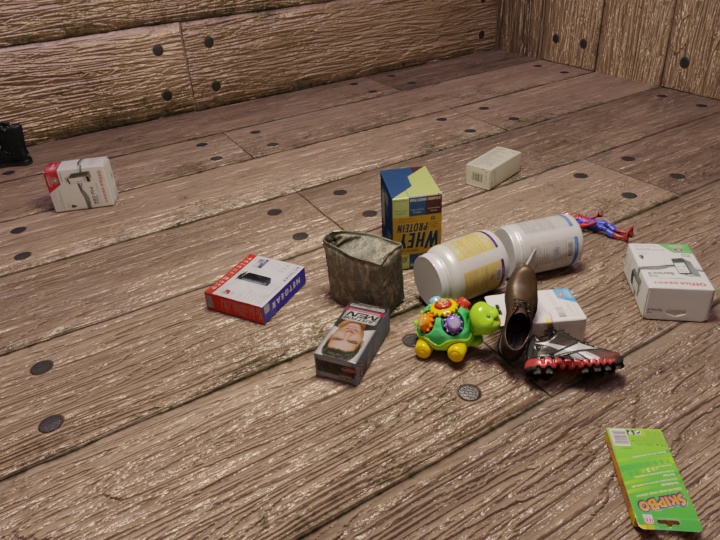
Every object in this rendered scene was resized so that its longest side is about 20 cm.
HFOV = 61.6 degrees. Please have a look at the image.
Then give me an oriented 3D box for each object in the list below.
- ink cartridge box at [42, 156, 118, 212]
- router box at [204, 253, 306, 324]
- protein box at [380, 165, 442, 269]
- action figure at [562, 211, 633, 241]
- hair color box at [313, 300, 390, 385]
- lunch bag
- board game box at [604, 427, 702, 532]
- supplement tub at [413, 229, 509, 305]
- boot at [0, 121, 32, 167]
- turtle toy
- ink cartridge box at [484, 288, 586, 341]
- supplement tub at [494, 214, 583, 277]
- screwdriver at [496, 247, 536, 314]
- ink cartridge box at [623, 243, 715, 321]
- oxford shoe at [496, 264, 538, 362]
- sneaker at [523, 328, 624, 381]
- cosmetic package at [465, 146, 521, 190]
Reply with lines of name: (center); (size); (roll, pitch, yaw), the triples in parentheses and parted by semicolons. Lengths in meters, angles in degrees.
ink cartridge box: (-0.940, -0.290, 2.038); (0.194, 0.150, 0.084); (-8, 32, -7)
router box: (-0.260, 0.041, 1.518); (0.175, 0.050, 0.200); (12, 34, 24)
protein box: (0.133, -0.145, 1.632); (0.131, 0.205, 0.200); (-6, 31, -5)
action figure: (0.666, -0.134, 1.712); (0.196, 0.053, 0.065); (18, 40, 35)
hair color box: (-0.014, 0.151, 1.302); (0.096, 0.062, 0.201); (9, 34, 20)
lunch bag: (0.000, 0.000, 1.445); (0.196, 0.168, 0.117); (18, 42, 31)
board game box: (0.468, 0.338, 0.978); (0.092, 0.031, 0.201); (0, 29, 7)
supplement tub: (0.239, -0.002, 1.443); (0.196, 0.149, 0.145); (-18, 34, -23)
boot: (-1.433, -0.505, 2.421); (0.194, 0.172, 0.077); (-5, 30, -1)
turtle toy: (0.203, 0.111, 1.284); (0.195, 0.104, 0.146); (1, 30, 27)
ink cartridge box: (0.377, 0.106, 1.325); (0.193, 0.070, 0.116); (-4, 32, -2)
supplement tub: (0.450, -0.063, 1.534); (0.194, 0.135, 0.133); (-10, 31, -12)
screwdriver: (0.374, 0.026, 1.423); (0.029, 0.028, 0.201); (28, 69, 30)
ink cartridge box: (0.715, 0.023, 1.410); (0.141, 0.086, 0.202); (1, 32, 9)
oxford shoe: (0.329, 0.079, 1.226); (0.070, 0.085, 0.206); (10, 72, 5)
sneaker: (0.420, 0.163, 1.200); (0.194, 0.071, 0.101); (-2, 64, 5)
cosmetic package: (0.454, -0.351, 2.063); (0.102, 0.075, 0.198); (24, 40, 38)
